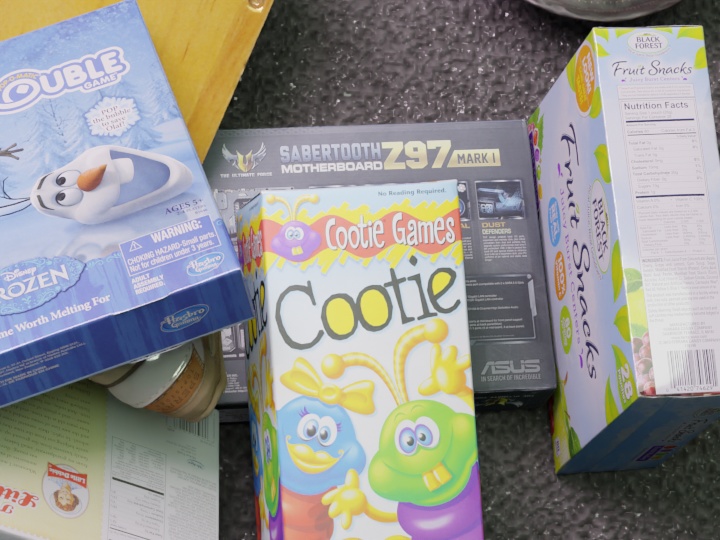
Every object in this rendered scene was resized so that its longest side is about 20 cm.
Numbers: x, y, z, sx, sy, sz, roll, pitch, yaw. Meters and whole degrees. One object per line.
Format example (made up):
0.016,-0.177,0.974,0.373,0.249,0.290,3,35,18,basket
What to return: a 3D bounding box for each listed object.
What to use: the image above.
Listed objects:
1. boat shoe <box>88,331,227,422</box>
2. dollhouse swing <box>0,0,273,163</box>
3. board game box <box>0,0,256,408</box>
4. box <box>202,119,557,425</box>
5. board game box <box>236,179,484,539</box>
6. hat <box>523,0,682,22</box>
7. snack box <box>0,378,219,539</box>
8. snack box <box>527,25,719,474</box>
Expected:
-0.115,0.020,1.372,0.068,0.200,0.075,40,104,-23,boat shoe
-0.147,-0.180,1.458,0.200,0.176,0.182,23,98,-8,dollhouse swing
-0.175,-0.027,1.297,0.200,0.043,0.199,-20,50,-6,board game box
0.000,0.000,1.451,0.200,0.051,0.158,-3,74,-10,box
-0.001,0.061,1.352,0.105,0.103,0.201,-4,86,-9,board game box
0.138,-0.227,1.533,0.200,0.081,0.201,0,76,-2,hat
-0.164,0.095,1.323,0.200,0.037,0.116,21,46,-25,snack box
0.142,-0.008,1.416,0.068,0.169,0.200,-3,74,-12,snack box
